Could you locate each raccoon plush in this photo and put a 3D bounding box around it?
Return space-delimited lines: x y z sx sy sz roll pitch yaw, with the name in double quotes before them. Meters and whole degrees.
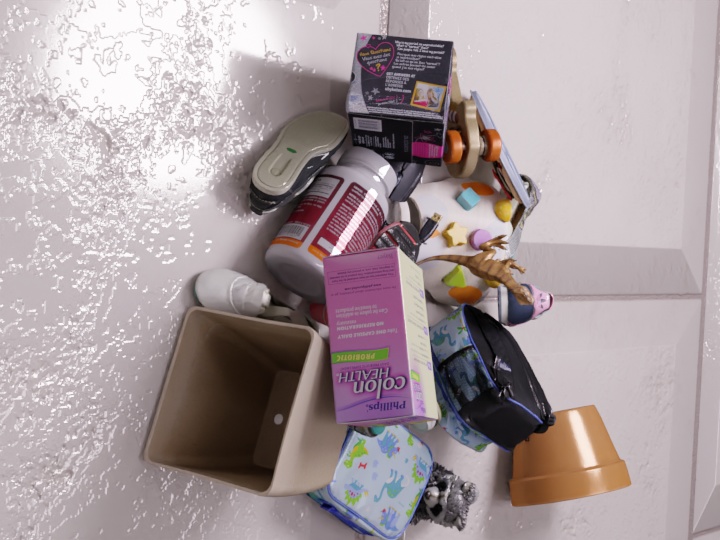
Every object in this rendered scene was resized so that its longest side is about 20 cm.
"raccoon plush" 0.155 0.337 1.772 0.199 0.134 0.097 -5 96 -45

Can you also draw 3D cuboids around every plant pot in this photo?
"plant pot" -0.117 0.176 1.456 0.177 0.199 0.201 32 70 -55
"plant pot" 0.335 0.302 1.929 0.199 0.199 0.141 -3 79 -45

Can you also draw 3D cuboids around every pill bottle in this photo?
"pill bottle" -0.033 -0.065 1.564 0.113 0.113 0.200 51 59 -35

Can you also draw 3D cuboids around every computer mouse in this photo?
"computer mouse" 0.076 -0.128 1.686 0.140 0.046 0.201 36 66 -16

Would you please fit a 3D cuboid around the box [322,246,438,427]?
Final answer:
"box" 0.026 0.088 1.439 0.176 0.096 0.201 34 49 -75

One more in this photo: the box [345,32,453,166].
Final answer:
"box" 0.053 -0.226 1.557 0.200 0.131 0.115 77 20 -78

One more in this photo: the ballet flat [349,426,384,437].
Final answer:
"ballet flat" 0.019 0.121 1.572 0.072 0.072 0.201 28 74 -43

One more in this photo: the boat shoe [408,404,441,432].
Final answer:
"boat shoe" 0.033 0.159 1.656 0.200 0.075 0.068 50 48 -8

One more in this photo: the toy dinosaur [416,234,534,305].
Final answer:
"toy dinosaur" 0.172 -0.010 1.687 0.106 0.199 0.061 -31 131 -45

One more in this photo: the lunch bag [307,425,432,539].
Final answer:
"lunch bag" 0.006 0.283 1.654 0.200 0.082 0.161 43 63 -39

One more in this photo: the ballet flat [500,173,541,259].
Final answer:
"ballet flat" 0.228 -0.081 1.861 0.072 0.072 0.201 55 50 -33

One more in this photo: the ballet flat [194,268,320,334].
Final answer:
"ballet flat" -0.125 0.048 1.512 0.200 0.069 0.070 34 70 -42

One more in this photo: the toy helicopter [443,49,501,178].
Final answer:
"toy helicopter" 0.136 -0.232 1.716 0.078 0.132 0.201 -5 78 -17

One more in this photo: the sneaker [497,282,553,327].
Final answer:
"sneaker" 0.254 0.052 1.771 0.200 0.081 0.071 -10 97 -78

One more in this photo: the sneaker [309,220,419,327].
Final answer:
"sneaker" 0.000 0.000 1.619 0.200 0.087 0.074 -47 120 -23

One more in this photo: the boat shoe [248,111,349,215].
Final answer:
"boat shoe" -0.084 -0.147 1.554 0.200 0.072 0.068 -49 164 -39

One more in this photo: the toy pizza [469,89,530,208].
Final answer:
"toy pizza" 0.206 -0.183 1.790 0.201 0.032 0.200 60 12 -21

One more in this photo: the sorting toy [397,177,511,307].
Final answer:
"sorting toy" 0.123 -0.051 1.756 0.179 0.107 0.201 9 87 -26

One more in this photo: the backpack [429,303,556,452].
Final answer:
"backpack" 0.172 0.162 1.753 0.183 0.147 0.201 33 29 -48
